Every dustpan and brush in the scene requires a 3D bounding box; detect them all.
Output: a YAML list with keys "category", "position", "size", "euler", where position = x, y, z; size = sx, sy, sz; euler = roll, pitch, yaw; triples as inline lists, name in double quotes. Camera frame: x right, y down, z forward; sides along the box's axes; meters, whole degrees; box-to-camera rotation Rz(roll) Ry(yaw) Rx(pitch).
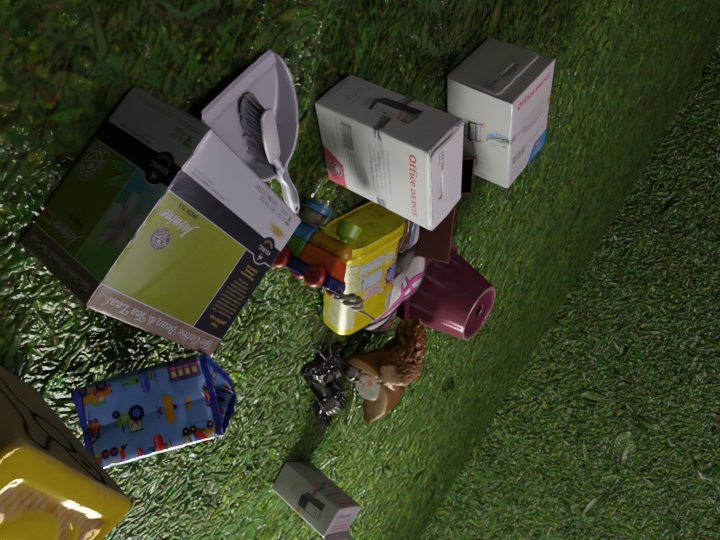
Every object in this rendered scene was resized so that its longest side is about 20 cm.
- category: "dustpan and brush"
  position: [-0.113, -0.148, 0.764]
  size: [0.140, 0.057, 0.201]
  euler: [-52, 156, -27]

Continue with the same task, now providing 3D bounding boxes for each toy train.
- category: "toy train"
  position: [-0.030, -0.020, 0.883]
  size: [0.117, 0.198, 0.084]
  euler: [-63, 151, -2]

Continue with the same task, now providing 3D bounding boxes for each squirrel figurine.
- category: "squirrel figurine"
  position: [0.078, 0.189, 1.277]
  size: [0.199, 0.143, 0.186]
  euler: [-38, 176, 37]

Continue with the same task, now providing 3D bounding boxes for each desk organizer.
- category: "desk organizer"
  position: [0.162, -0.122, 1.170]
  size: [0.071, 0.076, 0.204]
  euler: [-14, 113, -52]

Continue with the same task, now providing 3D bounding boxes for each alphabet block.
- category: "alphabet block"
  position: [-0.368, 0.199, 0.539]
  size: [0.197, 0.199, 0.196]
  euler: [-48, 149, -18]

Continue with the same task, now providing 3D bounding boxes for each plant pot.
- category: "plant pot"
  position: [0.184, 0.050, 1.314]
  size: [0.199, 0.178, 0.202]
  euler: [-37, 144, -33]

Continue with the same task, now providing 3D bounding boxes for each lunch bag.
- category: "lunch bag"
  position: [-0.238, 0.165, 0.751]
  size: [0.148, 0.096, 0.200]
  euler: [-14, 175, -7]

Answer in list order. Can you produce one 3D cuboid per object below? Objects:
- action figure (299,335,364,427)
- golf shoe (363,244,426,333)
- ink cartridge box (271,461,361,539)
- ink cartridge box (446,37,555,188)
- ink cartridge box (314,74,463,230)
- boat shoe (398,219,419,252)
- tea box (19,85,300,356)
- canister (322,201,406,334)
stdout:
- category: "action figure"
  position: [-0.052, 0.215, 1.170]
  size: [0.119, 0.101, 0.202]
  euler: [-39, 149, -30]
- category: "golf shoe"
  position: [0.064, 0.032, 1.212]
  size: [0.202, 0.072, 0.092]
  euler: [-58, 152, -4]
- category: "ink cartridge box"
  position: [-0.078, 0.490, 1.280]
  size: [0.068, 0.199, 0.117]
  euler: [-58, 152, -1]
- category: "ink cartridge box"
  position: [0.258, -0.296, 1.142]
  size: [0.147, 0.144, 0.201]
  euler: [-45, 149, -24]
- category: "ink cartridge box"
  position: [0.043, -0.167, 0.857]
  size: [0.085, 0.199, 0.147]
  euler: [-43, 148, -25]
- category: "boat shoe"
  position: [0.070, -0.098, 1.100]
  size: [0.072, 0.072, 0.202]
  euler: [-41, 147, -26]
- category: "tea box"
  position: [-0.200, -0.042, 0.653]
  size: [0.198, 0.133, 0.200]
  euler: [-56, 151, -7]
- category: "canister"
  position: [0.000, 0.000, 1.062]
  size: [0.148, 0.086, 0.202]
  euler: [-30, 142, -34]
